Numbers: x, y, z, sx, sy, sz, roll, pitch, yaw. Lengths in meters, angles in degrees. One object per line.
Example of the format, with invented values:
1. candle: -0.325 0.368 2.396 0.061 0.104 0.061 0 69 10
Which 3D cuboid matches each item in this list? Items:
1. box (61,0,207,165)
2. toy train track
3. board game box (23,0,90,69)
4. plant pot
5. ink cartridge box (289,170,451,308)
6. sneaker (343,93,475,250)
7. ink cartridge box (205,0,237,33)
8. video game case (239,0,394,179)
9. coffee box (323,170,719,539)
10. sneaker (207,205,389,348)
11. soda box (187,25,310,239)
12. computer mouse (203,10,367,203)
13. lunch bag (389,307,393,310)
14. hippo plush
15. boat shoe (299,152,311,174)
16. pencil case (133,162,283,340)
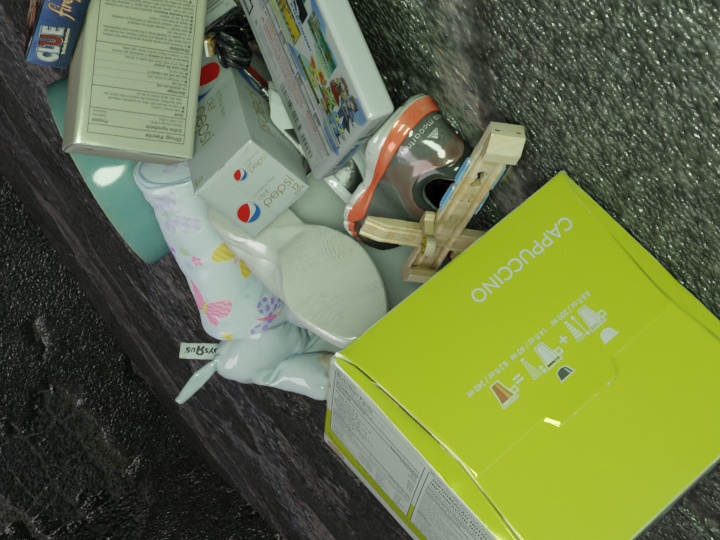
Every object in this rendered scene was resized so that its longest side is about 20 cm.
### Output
1. box: -0.170 -0.186 1.047 0.078 0.095 0.200 -177 94 -70
2. toy train track: 0.068 -0.033 0.942 0.200 0.115 0.033 118 155 -57
3. board game box: -0.220 -0.272 1.022 0.135 0.035 0.200 135 137 -61
4. plant pot: -0.195 -0.126 1.336 0.200 0.135 0.200 60 -178 -3
5. ink cartridge box: 0.000 0.000 1.213 0.145 0.083 0.200 47 164 11
6. sneaker: 0.042 -0.049 1.007 0.082 0.077 0.200 41 163 12
7. ink cartridge box: -0.181 -0.246 1.219 0.109 0.050 0.200 53 164 -9
8. video game case: -0.044 -0.175 0.952 0.200 0.022 0.182 68 165 3
9. coffee box: 0.115 0.096 0.895 0.200 0.200 0.198 47 163 15
10. sneaker: -0.040 0.006 1.095 0.200 0.075 0.089 42 164 36
11. soda box: -0.101 -0.116 1.099 0.068 0.064 0.200 38 -161 -33
12. computer mouse: -0.041 -0.127 1.088 0.200 0.044 0.110 47 -165 -8
13. lunch bag: 0.095 0.103 1.085 0.200 0.077 0.160 18 155 4
14. hippo plush: -0.095 0.036 1.470 0.159 0.200 0.161 -94 8 -49
15. boat shoe: -0.074 -0.096 1.235 0.066 0.072 0.200 38 161 -5
16. pencil case: -0.138 -0.029 1.252 0.091 0.083 0.200 20 142 42
